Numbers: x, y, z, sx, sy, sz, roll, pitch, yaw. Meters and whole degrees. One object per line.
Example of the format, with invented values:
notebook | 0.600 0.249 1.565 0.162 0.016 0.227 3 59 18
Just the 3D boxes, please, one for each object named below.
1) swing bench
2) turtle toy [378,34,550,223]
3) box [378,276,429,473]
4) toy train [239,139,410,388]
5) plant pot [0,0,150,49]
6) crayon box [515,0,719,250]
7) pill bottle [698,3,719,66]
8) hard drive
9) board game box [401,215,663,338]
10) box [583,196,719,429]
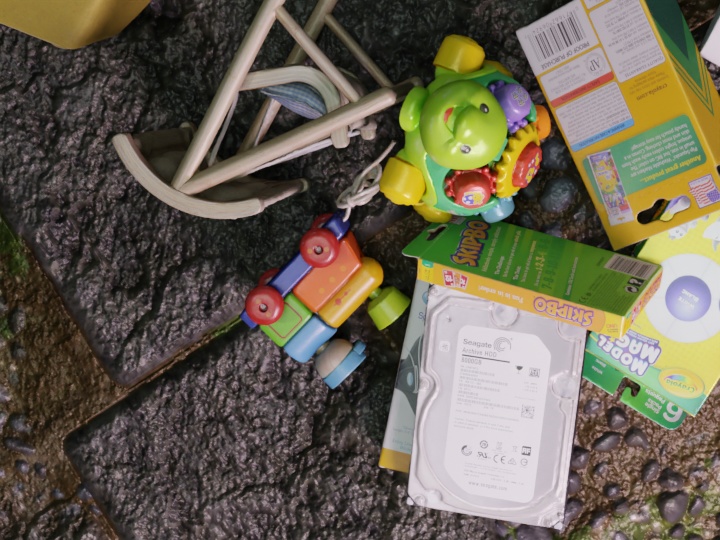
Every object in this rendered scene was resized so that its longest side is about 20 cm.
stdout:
swing bench | -0.070 -0.126 1.224 0.200 0.199 0.130 -42 90 14
turtle toy | 0.089 -0.106 1.203 0.100 0.200 0.147 26 92 24
box | 0.093 0.087 1.311 0.118 0.041 0.202 13 98 8
toy train | 0.000 0.000 1.293 0.116 0.085 0.200 44 103 -5
plant pot | -0.245 -0.298 1.238 0.193 0.196 0.202 21 108 6
crayon box | 0.223 -0.132 1.215 0.125 0.051 0.202 -23 92 45
pill bottle | 0.375 -0.166 1.185 0.199 0.111 0.112 26 102 5
hard drive | 0.117 0.110 1.269 0.138 0.038 0.202 8 99 11
board game box | 0.140 -0.001 1.237 0.198 0.095 0.030 19 124 23
box | 0.271 0.029 1.267 0.117 0.048 0.201 30 104 5
